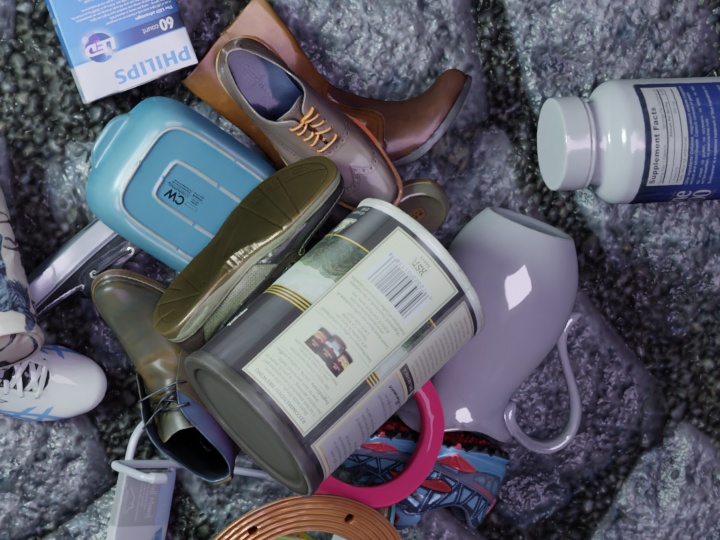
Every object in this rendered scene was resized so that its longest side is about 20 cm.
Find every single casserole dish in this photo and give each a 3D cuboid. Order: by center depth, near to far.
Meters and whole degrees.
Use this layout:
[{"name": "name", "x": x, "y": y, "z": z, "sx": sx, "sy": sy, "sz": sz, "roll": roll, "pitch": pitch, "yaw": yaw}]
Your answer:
[{"name": "casserole dish", "x": -0.136, "y": -0.059, "z": 1.577, "sx": 0.200, "sy": 0.039, "sz": 0.121, "roll": 34, "pitch": 88, "yaw": -33}]

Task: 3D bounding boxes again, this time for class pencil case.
[{"name": "pencil case", "x": -0.320, "y": -0.014, "z": 1.539, "sx": 0.078, "sy": 0.089, "sz": 0.201, "roll": -6, "pitch": 72, "yaw": -40}]

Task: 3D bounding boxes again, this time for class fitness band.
[{"name": "fitness band", "x": -0.024, "y": 0.116, "z": 1.597, "sx": 0.200, "sy": 0.037, "sz": 0.144, "roll": 33, "pitch": 74, "yaw": -8}]

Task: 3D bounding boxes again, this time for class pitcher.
[{"name": "pitcher", "x": 0.138, "y": 0.058, "z": 1.670, "sx": 0.171, "sy": 0.121, "sz": 0.201, "roll": 16, "pitch": 101, "yaw": -18}]

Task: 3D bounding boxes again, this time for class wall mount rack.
[{"name": "wall mount rack", "x": -0.152, "y": 0.230, "z": 1.641, "sx": 0.173, "sy": 0.074, "sz": 0.201, "roll": 7, "pitch": 95, "yaw": -52}]

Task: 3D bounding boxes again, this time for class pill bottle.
[{"name": "pill bottle", "x": 0.264, "y": -0.116, "z": 1.682, "sx": 0.199, "sy": 0.111, "sz": 0.112, "roll": -3, "pitch": 96, "yaw": -13}]

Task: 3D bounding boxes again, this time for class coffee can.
[{"name": "coffee can", "x": -0.019, "y": 0.061, "z": 1.511, "sx": 0.200, "sy": 0.146, "sz": 0.147, "roll": -42, "pitch": 103, "yaw": -18}]

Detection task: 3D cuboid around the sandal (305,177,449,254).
[{"name": "sandal", "x": 0.000, "y": 0.000, "z": 1.634, "sx": 0.200, "sy": 0.054, "sz": 0.080, "roll": -39, "pitch": 137, "yaw": 6}]

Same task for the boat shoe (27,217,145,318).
[{"name": "boat shoe", "x": -0.217, "y": -0.007, "z": 1.607, "sx": 0.200, "sy": 0.070, "sz": 0.066, "roll": -42, "pitch": 101, "yaw": -14}]

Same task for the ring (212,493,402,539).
[{"name": "ring", "x": -0.054, "y": 0.270, "z": 1.585, "sx": 0.199, "sy": 0.019, "sz": 0.201, "roll": -8, "pitch": 118, "yaw": -16}]

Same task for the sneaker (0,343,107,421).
[{"name": "sneaker", "x": -0.310, "y": 0.086, "z": 1.588, "sx": 0.199, "sy": 0.072, "sz": 0.072, "roll": 13, "pitch": 90, "yaw": -15}]

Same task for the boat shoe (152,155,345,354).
[{"name": "boat shoe", "x": -0.085, "y": -0.010, "z": 1.565, "sx": 0.200, "sy": 0.073, "sz": 0.065, "roll": -43, "pitch": 129, "yaw": 2}]

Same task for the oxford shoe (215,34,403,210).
[{"name": "oxford shoe", "x": -0.045, "y": -0.115, "z": 1.580, "sx": 0.200, "sy": 0.073, "sz": 0.071, "roll": 40, "pitch": 94, "yaw": -5}]

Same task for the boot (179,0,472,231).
[{"name": "boot", "x": -0.026, "y": -0.163, "z": 1.644, "sx": 0.188, "sy": 0.068, "sz": 0.200, "roll": -42, "pitch": 97, "yaw": 7}]

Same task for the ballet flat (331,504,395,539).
[{"name": "ballet flat", "x": -0.014, "y": 0.282, "z": 1.658, "sx": 0.065, "sy": 0.071, "sz": 0.201, "roll": 7, "pitch": 109, "yaw": -4}]

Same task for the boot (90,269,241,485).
[{"name": "boot", "x": -0.157, "y": 0.090, "z": 1.582, "sx": 0.075, "sy": 0.097, "sz": 0.200, "roll": -30, "pitch": 120, "yaw": 21}]

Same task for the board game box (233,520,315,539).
[{"name": "board game box", "x": -0.114, "y": 0.316, "z": 1.643, "sx": 0.095, "sy": 0.030, "sz": 0.201, "roll": 19, "pitch": 96, "yaw": -49}]

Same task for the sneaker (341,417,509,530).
[{"name": "sneaker", "x": 0.033, "y": 0.183, "z": 1.673, "sx": 0.199, "sy": 0.079, "sz": 0.096, "roll": 13, "pitch": 94, "yaw": -14}]

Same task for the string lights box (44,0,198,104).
[{"name": "string lights box", "x": -0.219, "y": -0.251, "z": 1.585, "sx": 0.102, "sy": 0.059, "sz": 0.201, "roll": -21, "pitch": 99, "yaw": -10}]
